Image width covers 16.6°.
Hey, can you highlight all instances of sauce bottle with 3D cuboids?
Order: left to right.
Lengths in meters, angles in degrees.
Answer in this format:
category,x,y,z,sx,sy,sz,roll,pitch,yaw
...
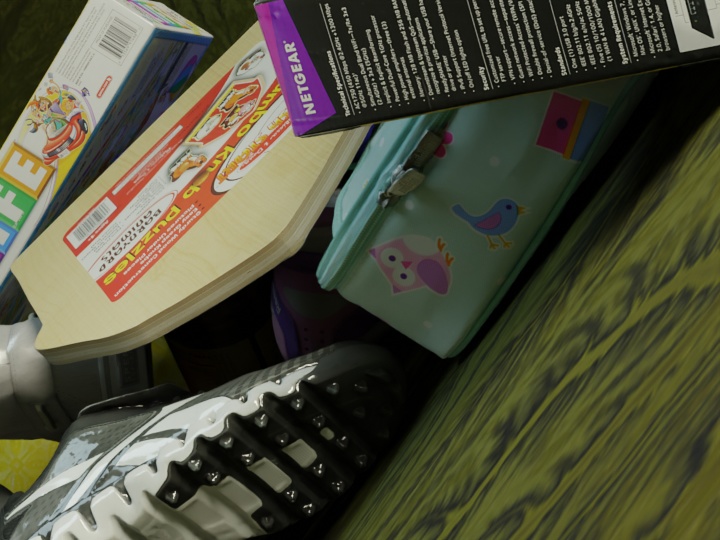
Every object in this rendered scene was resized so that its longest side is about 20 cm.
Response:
category,x,y,z,sx,sy,sz,roll,pitch,yaw
sauce bottle,-0.066,0.016,1.176,0.065,0.065,0.200,-58,-28,-28

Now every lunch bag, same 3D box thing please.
category,x,y,z,sx,sy,sz,roll,pitch,yaw
lunch bag,0.053,-0.064,0.954,0.160,0.077,0.200,-54,4,31

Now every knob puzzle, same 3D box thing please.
category,x,y,z,sx,sy,sz,roll,pitch,yaw
knob puzzle,-0.054,-0.029,1.012,0.220,0.030,0.220,-35,25,19

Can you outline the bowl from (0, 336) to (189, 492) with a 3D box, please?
category,x,y,z,sx,sy,sz,roll,pitch,yaw
bowl,-0.128,0.122,1.316,0.200,0.200,0.108,-55,47,15

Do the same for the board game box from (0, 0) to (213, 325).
category,x,y,z,sx,sy,sz,roll,pitch,yaw
board game box,-0.148,-0.039,1.188,0.200,0.034,0.134,-58,-5,7

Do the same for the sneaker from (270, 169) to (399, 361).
category,x,y,z,sx,sy,sz,roll,pitch,yaw
sneaker,0.000,0.000,1.181,0.200,0.080,0.089,-32,-57,-72

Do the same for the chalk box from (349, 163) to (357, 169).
category,x,y,z,sx,sy,sz,roll,pitch,yaw
chalk box,-0.026,-0.050,1.376,0.124,0.125,0.200,-55,-4,32

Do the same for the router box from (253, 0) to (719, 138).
category,x,y,z,sx,sy,sz,roll,pitch,yaw
router box,0.064,-0.117,0.809,0.149,0.051,0.200,-9,25,20

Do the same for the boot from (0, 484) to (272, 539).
category,x,y,z,sx,sy,sz,roll,pitch,yaw
boot,-0.101,0.100,1.081,0.200,0.077,0.138,27,81,45

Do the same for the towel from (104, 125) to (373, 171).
category,x,y,z,sx,sy,sz,roll,pitch,yaw
towel,-0.016,-0.077,1.202,0.200,0.050,0.148,-15,5,17

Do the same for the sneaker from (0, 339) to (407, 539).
category,x,y,z,sx,sy,sz,roll,pitch,yaw
sneaker,-0.073,0.074,0.977,0.200,0.066,0.091,-35,39,13

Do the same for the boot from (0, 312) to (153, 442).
category,x,y,z,sx,sy,sz,roll,pitch,yaw
boot,-0.144,0.048,1.142,0.200,0.096,0.074,104,161,-79
